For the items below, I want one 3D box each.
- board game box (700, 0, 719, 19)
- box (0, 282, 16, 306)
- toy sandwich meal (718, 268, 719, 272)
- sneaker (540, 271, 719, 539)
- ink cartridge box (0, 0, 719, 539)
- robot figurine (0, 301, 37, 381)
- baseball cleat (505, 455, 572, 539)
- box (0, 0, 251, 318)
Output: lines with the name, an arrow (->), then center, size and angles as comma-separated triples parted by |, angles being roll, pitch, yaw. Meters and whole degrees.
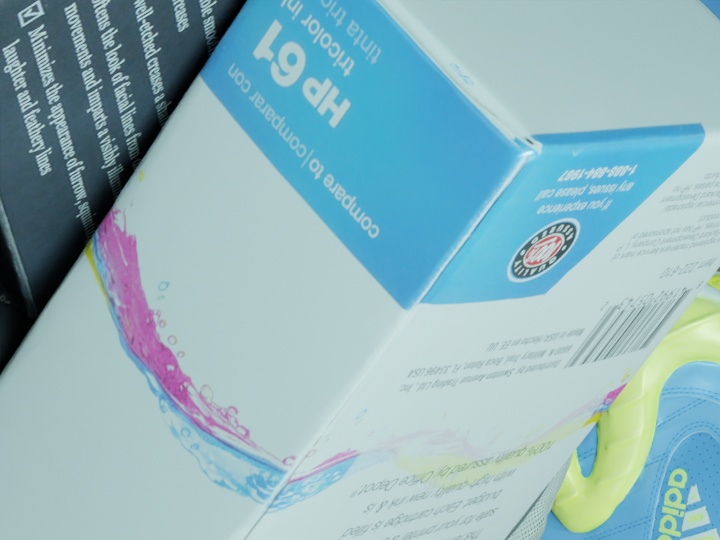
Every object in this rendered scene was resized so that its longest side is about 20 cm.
board game box -> 0.167, -0.146, 0.964 | 0.200, 0.158, 0.039 | -49, -163, 17
box -> 0.000, 0.000, 0.954 | 0.200, 0.107, 0.148 | -42, 159, 4
toy sandwich meal -> 0.123, 0.025, 1.042 | 0.070, 0.206, 0.205 | 25, 117, -39
sneaker -> 0.074, 0.098, 0.954 | 0.076, 0.105, 0.200 | -4, 138, -52
ink cartridge box -> -0.002, 0.017, 0.725 | 0.144, 0.085, 0.200 | -7, 138, -55
robot figurine -> -0.169, 0.034, 0.733 | 0.125, 0.150, 0.200 | -63, 157, 0
baseball cleat -> -0.009, 0.109, 0.892 | 0.200, 0.070, 0.106 | -40, 158, 4
box -> -0.033, -0.108, 0.700 | 0.199, 0.107, 0.149 | -34, 159, -13
